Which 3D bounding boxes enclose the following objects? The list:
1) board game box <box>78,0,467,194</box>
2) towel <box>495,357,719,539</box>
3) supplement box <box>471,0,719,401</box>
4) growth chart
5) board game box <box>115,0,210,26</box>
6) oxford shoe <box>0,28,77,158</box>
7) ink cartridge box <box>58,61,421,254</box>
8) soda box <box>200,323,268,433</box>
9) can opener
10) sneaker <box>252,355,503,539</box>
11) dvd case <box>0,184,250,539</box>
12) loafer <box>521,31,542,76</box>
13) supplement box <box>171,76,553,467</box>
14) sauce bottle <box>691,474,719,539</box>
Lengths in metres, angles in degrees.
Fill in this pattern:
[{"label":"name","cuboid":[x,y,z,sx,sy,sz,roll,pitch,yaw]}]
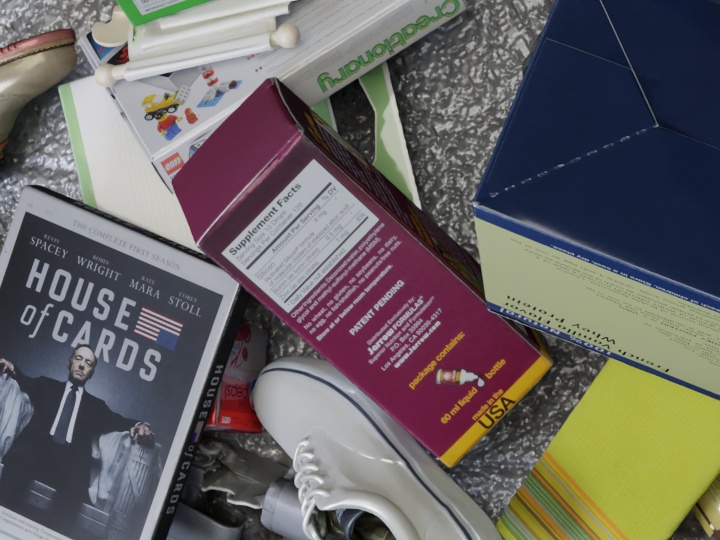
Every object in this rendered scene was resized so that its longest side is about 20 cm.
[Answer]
[{"label":"board game box","cuboid":[-0.052,-0.141,1.606,0.199,0.035,0.126,-32,46,-1]},{"label":"towel","cuboid":[0.144,0.109,1.520,0.086,0.018,0.200,46,135,17]},{"label":"supplement box","cuboid":[0.171,-0.029,1.364,0.199,0.200,0.135,21,78,10]},{"label":"growth chart","cuboid":[-0.076,-0.188,1.620,0.144,0.018,0.201,-4,50,26]},{"label":"board game box","cuboid":[-0.072,-0.246,1.625,0.152,0.040,0.201,-17,47,15]},{"label":"oxford shoe","cuboid":[-0.231,-0.075,1.685,0.200,0.070,0.075,-34,81,33]},{"label":"ink cartridge box","cuboid":[-0.067,-0.066,1.652,0.199,0.048,0.147,-16,80,11]},{"label":"soda box","cuboid":[-0.157,0.059,1.644,0.199,0.070,0.064,1,84,23]},{"label":"can opener","cuboid":[-0.036,0.147,1.624,0.199,0.053,0.067,22,118,18]},{"label":"sneaker","cuboid":[-0.005,0.116,1.549,0.200,0.070,0.073,39,134,37]},{"label":"dvd case","cuboid":[-0.157,0.071,1.592,0.149,0.025,0.201,22,98,21]},{"label":"loafer","cuboid":[0.192,-0.109,1.573,0.199,0.072,0.063,14,69,11]},{"label":"supplement box","cuboid":[0.000,0.000,1.539,0.200,0.110,0.086,42,98,-21]},{"label":"sauce bottle","cuboid":[0.212,0.123,1.535,0.065,0.065,0.201,-35,77,11]}]
